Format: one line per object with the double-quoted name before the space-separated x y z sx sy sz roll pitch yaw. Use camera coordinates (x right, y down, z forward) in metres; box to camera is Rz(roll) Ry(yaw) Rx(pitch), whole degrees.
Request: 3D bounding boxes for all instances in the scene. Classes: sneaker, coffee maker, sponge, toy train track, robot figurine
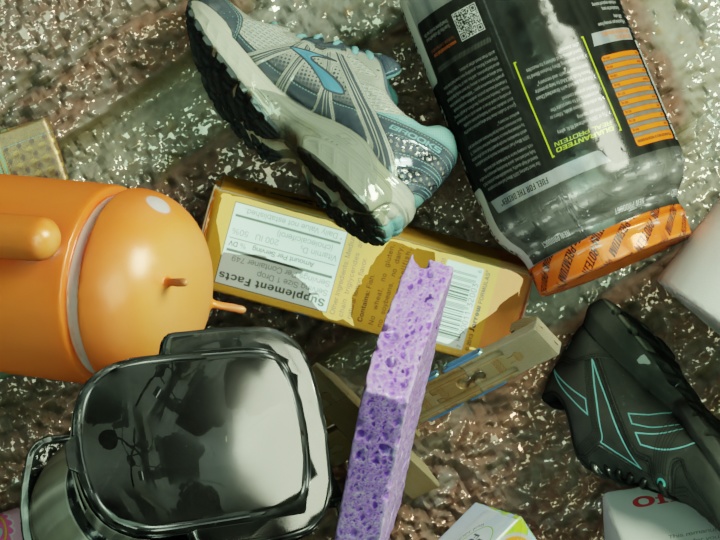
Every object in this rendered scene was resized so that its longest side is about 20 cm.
"sneaker" -0.024 -0.101 1.346 0.086 0.078 0.200 -38 67 -18
"coffee maker" -0.084 0.105 1.263 0.191 0.200 0.135 -30 84 -24
"sponge" 0.013 0.102 1.294 0.030 0.112 0.201 15 132 5
"toy train track" 0.037 0.071 1.359 0.199 0.033 0.115 -29 117 34
"robot figurine" -0.169 0.005 1.306 0.199 0.117 0.145 6 126 24
"sneaker" 0.178 0.105 1.349 0.079 0.200 0.075 -47 135 11

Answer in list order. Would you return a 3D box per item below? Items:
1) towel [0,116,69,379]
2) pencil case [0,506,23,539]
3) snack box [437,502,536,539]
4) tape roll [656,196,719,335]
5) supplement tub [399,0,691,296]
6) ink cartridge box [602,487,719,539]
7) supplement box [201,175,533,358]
"towel" -0.260 0.004 1.384 0.199 0.022 0.148 -19 97 -3
"pencil case" -0.229 0.198 1.373 0.199 0.087 0.088 -22 96 0
"snack box" 0.045 0.252 1.290 0.200 0.053 0.143 -42 114 -20
"tape roll" 0.272 0.040 1.322 0.202 0.202 0.071 38 92 -5
"supplement tub" 0.111 -0.095 1.326 0.122 0.123 0.201 -21 84 -1
"ink cartridge box" 0.231 0.227 1.322 0.144 0.200 0.146 -8 118 -2
"supplement box" 0.000 0.000 1.373 0.199 0.067 0.069 17 97 -3
